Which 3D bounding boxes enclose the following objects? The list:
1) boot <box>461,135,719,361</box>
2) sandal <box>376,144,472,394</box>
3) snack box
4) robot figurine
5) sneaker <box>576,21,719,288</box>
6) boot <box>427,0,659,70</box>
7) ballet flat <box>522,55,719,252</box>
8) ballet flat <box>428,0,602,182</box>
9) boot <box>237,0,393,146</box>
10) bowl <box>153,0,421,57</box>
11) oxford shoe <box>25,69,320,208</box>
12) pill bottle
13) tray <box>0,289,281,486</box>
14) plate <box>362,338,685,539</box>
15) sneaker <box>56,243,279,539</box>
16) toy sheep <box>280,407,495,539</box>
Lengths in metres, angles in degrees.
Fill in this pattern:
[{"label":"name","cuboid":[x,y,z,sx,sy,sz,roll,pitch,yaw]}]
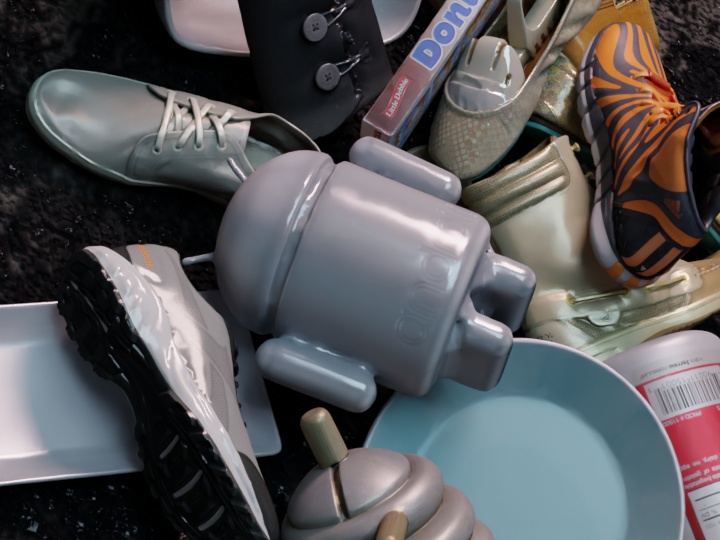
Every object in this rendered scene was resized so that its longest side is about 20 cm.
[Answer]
[{"label":"boot","cuboid":[0.168,-0.022,1.313,0.199,0.073,0.156,-23,85,-31]},{"label":"sandal","cuboid":[0.029,-0.013,1.247,0.080,0.054,0.201,33,52,-10]},{"label":"snack box","cuboid":[0.063,-0.160,1.291,0.024,0.072,0.201,33,75,5]},{"label":"robot figurine","cuboid":[0.000,0.000,1.146,0.199,0.113,0.170,21,60,5]},{"label":"sneaker","cuboid":[0.201,-0.094,1.257,0.077,0.112,0.201,17,54,-29]},{"label":"boot","cuboid":[0.123,-0.215,1.403,0.144,0.071,0.202,-31,94,-31]},{"label":"ballet flat","cuboid":[0.195,-0.084,1.361,0.199,0.071,0.071,30,52,-20]},{"label":"ballet flat","cuboid":[0.097,-0.148,1.300,0.067,0.063,0.201,15,57,30]},{"label":"boot","cuboid":[-0.071,-0.167,1.217,0.164,0.201,0.066,-26,38,-17]},{"label":"bowl","cuboid":[-0.048,-0.244,1.274,0.198,0.202,0.075,-4,23,-29]},{"label":"oxford shoe","cuboid":[-0.107,-0.083,1.207,0.199,0.058,0.076,20,57,-18]},{"label":"pill bottle","cuboid":[0.209,0.149,1.222,0.111,0.112,0.201,-7,67,-33]},{"label":"tray","cuboid":[-0.147,0.068,1.118,0.199,0.022,0.108,-3,66,-32]},{"label":"plate","cuboid":[0.094,0.141,1.175,0.198,0.026,0.202,0,74,0]},{"label":"sneaker","cuboid":[-0.091,0.068,1.092,0.079,0.074,0.201,-16,72,-41]},{"label":"toy sheep","cuboid":[0.014,0.167,1.079,0.137,0.137,0.202,-30,108,-39]}]
